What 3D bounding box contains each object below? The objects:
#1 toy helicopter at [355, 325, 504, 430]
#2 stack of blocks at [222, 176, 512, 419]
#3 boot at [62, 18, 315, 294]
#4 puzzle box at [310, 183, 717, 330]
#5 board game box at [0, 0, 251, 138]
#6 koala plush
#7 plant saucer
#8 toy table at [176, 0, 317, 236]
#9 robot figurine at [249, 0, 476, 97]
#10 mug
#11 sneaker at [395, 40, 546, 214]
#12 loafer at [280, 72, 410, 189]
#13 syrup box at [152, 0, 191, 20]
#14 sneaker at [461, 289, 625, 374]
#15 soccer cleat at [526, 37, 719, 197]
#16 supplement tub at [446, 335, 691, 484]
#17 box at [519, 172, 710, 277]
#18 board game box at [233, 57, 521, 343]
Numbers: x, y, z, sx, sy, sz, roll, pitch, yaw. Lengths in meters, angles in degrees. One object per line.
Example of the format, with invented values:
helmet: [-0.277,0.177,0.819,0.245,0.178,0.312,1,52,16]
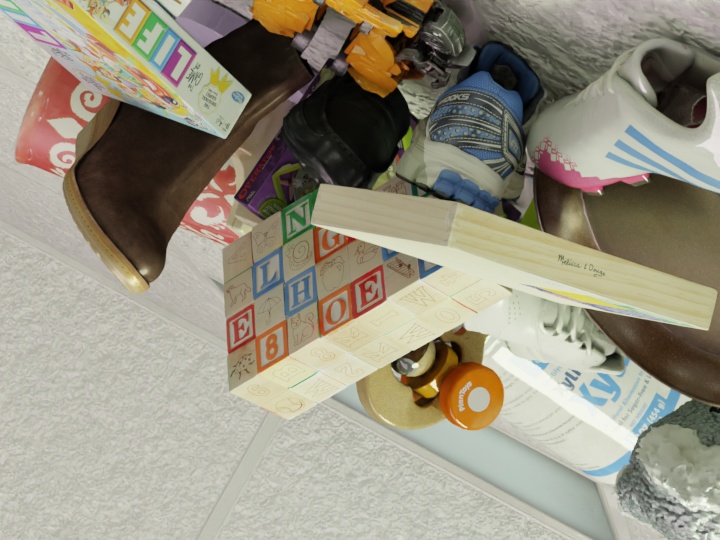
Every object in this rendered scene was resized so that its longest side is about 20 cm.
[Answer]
toy helicopter: [0.041,0.012,1.309,0.131,0.202,0.079,10,-176,-26]
stack of blocks: [0.000,0.000,1.210,0.199,0.116,0.058,-30,139,32]
boot: [-0.104,-0.085,1.177,0.072,0.166,0.201,52,-170,-33]
puzzle box: [0.087,-0.007,1.049,0.199,0.026,0.133,17,176,-35]
board game box: [-0.169,-0.156,1.098,0.134,0.034,0.200,22,167,40]
koala plush: [0.262,0.138,1.181,0.198,0.185,0.177,7,168,-1]
plant saucer: [0.183,-0.009,1.093,0.200,0.032,0.201,40,153,25]
toy table: [-0.093,-0.101,1.384,0.200,0.118,0.183,37,168,-38]
robot figurine: [-0.005,-0.153,1.030,0.144,0.059,0.200,31,171,-5]
mug: [-0.163,-0.122,1.565,0.199,0.178,0.134,26,134,0]
sneaker: [0.076,-0.089,1.083,0.077,0.086,0.200,26,-167,-1]
loafer: [-0.005,-0.091,1.154,0.068,0.070,0.201,49,-169,-10]
syrup box: [-0.131,-0.196,1.123,0.081,0.079,0.200,32,170,-10]
sneaker: [0.129,0.025,1.255,0.087,0.075,0.200,20,177,27]
soccer cleat: [0.145,-0.085,0.947,0.199,0.070,0.087,11,143,56]
supplement tub: [0.153,0.066,1.448,0.199,0.133,0.132,33,170,-21]
box: [0.195,-0.005,1.221,0.122,0.048,0.199,38,167,-35]
board game box: [0.016,-0.046,1.324,0.200,0.121,0.032,38,171,-34]
